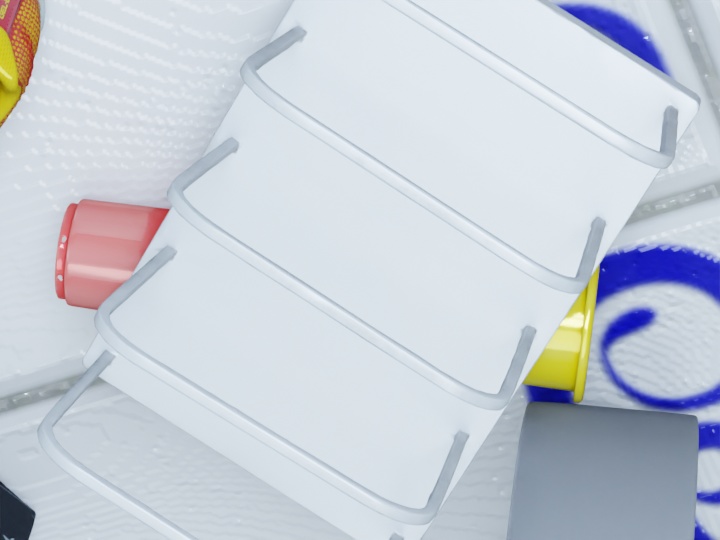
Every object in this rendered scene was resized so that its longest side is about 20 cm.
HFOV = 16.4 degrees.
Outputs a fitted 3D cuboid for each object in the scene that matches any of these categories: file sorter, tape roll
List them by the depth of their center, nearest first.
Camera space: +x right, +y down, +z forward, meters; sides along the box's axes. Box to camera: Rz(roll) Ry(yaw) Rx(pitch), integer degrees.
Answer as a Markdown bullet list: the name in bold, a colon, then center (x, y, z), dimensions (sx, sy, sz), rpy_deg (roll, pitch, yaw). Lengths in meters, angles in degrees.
- **file sorter**: center (0.000, 0.000, 0.830), dimensions (0.138, 0.125, 0.201), rpy_deg (32, 106, 0)
- **tape roll**: center (0.084, 0.150, 0.923), dimensions (0.066, 0.201, 0.201), rpy_deg (5, 125, 7)

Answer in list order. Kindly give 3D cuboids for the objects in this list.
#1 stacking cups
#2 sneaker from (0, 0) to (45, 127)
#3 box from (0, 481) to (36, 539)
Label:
- **stacking cups**: center (-0.013, 0.010, 0.925), dimensions (0.199, 0.061, 0.061), rpy_deg (5, 125, 4)
- **sneaker**: center (-0.185, -0.034, 0.904), dimensions (0.073, 0.077, 0.200), rpy_deg (29, 124, -16)
- **box**: center (-0.225, 0.141, 0.953), dimensions (0.114, 0.200, 0.132), rpy_deg (-34, 115, 25)
